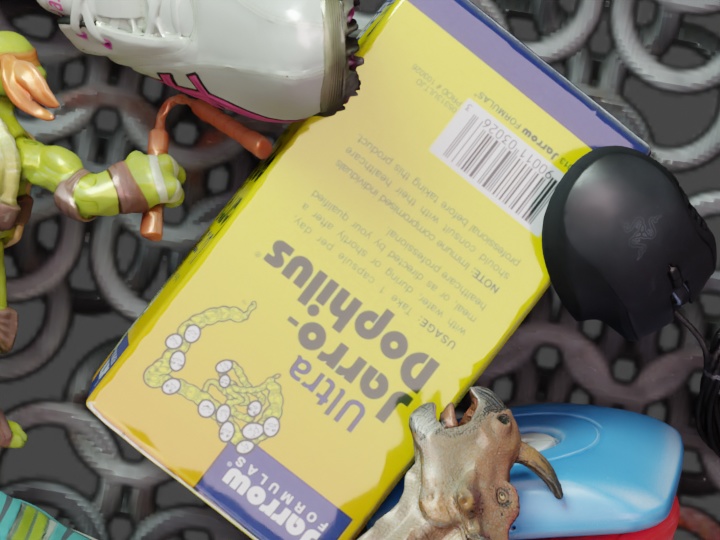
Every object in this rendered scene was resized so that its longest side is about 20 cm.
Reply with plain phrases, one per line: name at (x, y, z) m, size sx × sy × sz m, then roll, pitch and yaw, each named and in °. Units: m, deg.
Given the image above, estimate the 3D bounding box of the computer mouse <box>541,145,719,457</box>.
computer mouse at (0.121, 0.020, 1.045) m, size 0.059 × 0.034 × 0.200 m, roll -49°, pitch 139°, yaw -6°

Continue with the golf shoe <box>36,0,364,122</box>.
golf shoe at (-0.067, -0.093, 1.004) m, size 0.092 × 0.200 × 0.073 m, roll -11°, pitch 110°, yaw -25°

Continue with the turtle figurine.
turtle figurine at (-0.137, -0.019, 1.050) m, size 0.199 × 0.064 × 0.162 m, roll 18°, pitch 101°, yaw 19°

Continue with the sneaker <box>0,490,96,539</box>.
sneaker at (-0.130, 0.112, 1.029) m, size 0.199 × 0.079 × 0.078 m, roll 23°, pitch 84°, yaw -40°

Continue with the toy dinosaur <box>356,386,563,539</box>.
toy dinosaur at (0.009, 0.152, 0.997) m, size 0.135 × 0.086 × 0.201 m, roll -8°, pitch 125°, yaw -26°

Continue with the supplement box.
supplement box at (0.000, 0.000, 1.059) m, size 0.109 × 0.109 × 0.200 m, roll 38°, pitch 90°, yaw -5°

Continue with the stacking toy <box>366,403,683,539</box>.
stacking toy at (0.074, 0.159, 1.084) m, size 0.115 × 0.110 × 0.201 m, roll -5°, pitch 104°, yaw 11°
